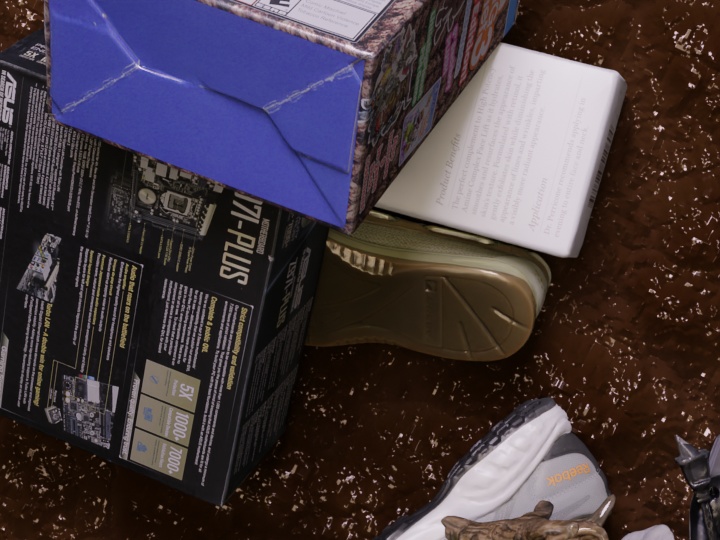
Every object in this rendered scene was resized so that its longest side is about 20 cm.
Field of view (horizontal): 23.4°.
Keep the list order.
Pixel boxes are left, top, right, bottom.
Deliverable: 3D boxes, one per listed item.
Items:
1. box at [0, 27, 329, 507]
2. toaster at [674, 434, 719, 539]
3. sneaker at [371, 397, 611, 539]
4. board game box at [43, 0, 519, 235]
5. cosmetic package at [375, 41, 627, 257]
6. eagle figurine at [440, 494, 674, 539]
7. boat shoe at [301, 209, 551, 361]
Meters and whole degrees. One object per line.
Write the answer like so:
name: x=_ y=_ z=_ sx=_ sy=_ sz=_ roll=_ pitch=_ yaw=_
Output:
box: x=-0.109 y=-0.007 z=0.891 sx=0.163 sy=0.086 sz=0.201 roll=20 pitch=119 yaw=14
toaster: x=0.250 y=0.163 z=0.844 sx=0.180 sy=0.119 sz=0.201 roll=-1 pitch=100 yaw=14
sneaker: x=0.047 y=0.158 z=0.919 sx=0.200 sy=0.074 sz=0.079 roll=-42 pitch=89 yaw=6
board game box: x=-0.028 y=-0.133 z=0.812 sx=0.159 sy=0.200 sz=0.097 roll=22 pitch=133 yaw=16
cosmetic package: x=0.031 y=-0.078 z=0.922 sx=0.199 sy=0.074 sz=0.102 roll=17 pitch=93 yaw=11
eagle figurine: x=0.085 y=0.216 z=0.835 sx=0.150 sy=0.152 sz=0.201 roll=-11 pitch=87 yaw=18
boat shoe: x=0.001 y=-0.002 z=0.938 sx=0.200 sy=0.063 sz=0.074 roll=8 pitch=117 yaw=15
